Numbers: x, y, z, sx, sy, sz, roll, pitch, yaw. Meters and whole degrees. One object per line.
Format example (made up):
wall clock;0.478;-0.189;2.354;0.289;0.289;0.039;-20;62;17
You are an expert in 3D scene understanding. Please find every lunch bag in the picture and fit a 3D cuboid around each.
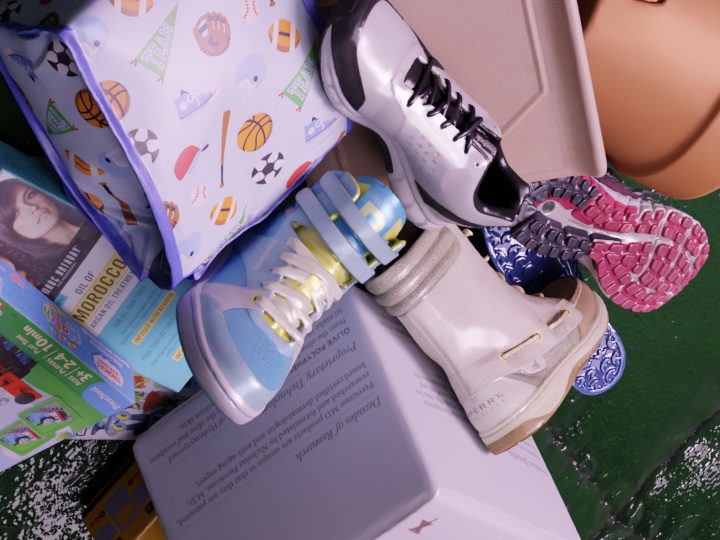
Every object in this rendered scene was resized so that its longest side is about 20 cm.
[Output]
lunch bag;-0.107;-0.112;1.572;0.170;0.124;0.200;-44;121;-23

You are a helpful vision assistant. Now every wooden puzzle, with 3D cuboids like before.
wooden puzzle;0.046;-0.122;1.668;0.199;0.037;0.185;-5;133;12

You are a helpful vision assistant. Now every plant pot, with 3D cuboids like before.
plant pot;0.185;-0.163;1.736;0.140;0.200;0.200;20;108;-24

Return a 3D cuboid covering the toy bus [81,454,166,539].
toy bus;-0.104;0.195;1.848;0.065;0.078;0.200;-49;134;6

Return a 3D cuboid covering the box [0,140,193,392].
box;-0.172;-0.003;1.647;0.200;0.049;0.082;28;105;-35

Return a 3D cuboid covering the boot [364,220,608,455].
boot;0.082;0.015;1.749;0.072;0.200;0.155;-36;99;30

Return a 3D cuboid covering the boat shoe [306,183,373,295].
boat shoe;0.000;0.000;1.800;0.067;0.057;0.201;-15;127;-25

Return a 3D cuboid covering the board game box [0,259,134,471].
board game box;-0.264;0.077;1.636;0.200;0.037;0.151;-27;137;20

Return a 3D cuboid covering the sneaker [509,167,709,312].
sneaker;0.163;-0.039;1.810;0.200;0.075;0.081;30;106;-39

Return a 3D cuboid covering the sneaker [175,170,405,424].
sneaker;-0.036;0.004;1.591;0.130;0.200;0.080;-31;114;20

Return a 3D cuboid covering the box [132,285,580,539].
box;0.000;0.152;1.749;0.200;0.172;0.199;-37;146;18

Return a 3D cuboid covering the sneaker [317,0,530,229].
sneaker;0.042;-0.098;1.604;0.074;0.080;0.200;-61;139;-23

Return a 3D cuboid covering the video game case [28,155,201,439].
video game case;-0.167;0.021;1.709;0.182;0.022;0.201;3;118;-26

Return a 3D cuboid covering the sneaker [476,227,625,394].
sneaker;0.121;-0.003;1.879;0.070;0.078;0.200;-29;110;-13
